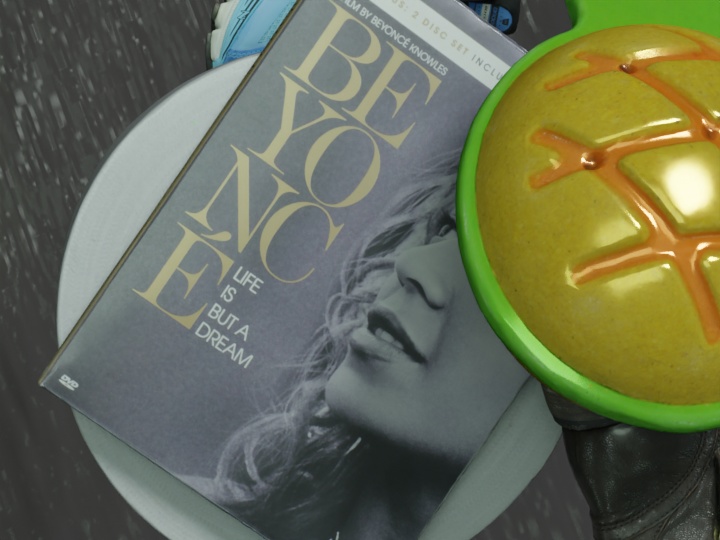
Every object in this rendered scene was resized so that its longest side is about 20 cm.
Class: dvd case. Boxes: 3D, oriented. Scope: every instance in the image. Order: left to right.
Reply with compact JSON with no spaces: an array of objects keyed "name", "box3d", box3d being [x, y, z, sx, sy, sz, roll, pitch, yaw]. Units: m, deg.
[{"name":"dvd case","box3d":[0.000,0.000,0.764,0.148,0.016,0.201,35,89,-9]}]

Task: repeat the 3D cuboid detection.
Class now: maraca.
[{"name":"maraca","box3d":[0.104,-0.034,0.716,0.136,0.107,0.201,25,55,-6]}]

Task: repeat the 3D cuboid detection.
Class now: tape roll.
[{"name":"tape roll","box3d":[-0.016,0.015,0.804,0.198,0.066,0.202,-1,96,-8]}]

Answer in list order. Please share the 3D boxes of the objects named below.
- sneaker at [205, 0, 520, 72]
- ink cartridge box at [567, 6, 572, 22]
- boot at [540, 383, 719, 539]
[{"name":"sneaker","box3d":[0.024,-0.124,0.842,0.199,0.078,0.090,-38,88,3]},{"name":"ink cartridge box","box3d":[0.191,-0.147,0.822,0.146,0.083,0.201,34,87,9]},{"name":"boot","box3d":[0.152,0.095,0.801,0.199,0.069,0.176,-18,102,-25]}]
